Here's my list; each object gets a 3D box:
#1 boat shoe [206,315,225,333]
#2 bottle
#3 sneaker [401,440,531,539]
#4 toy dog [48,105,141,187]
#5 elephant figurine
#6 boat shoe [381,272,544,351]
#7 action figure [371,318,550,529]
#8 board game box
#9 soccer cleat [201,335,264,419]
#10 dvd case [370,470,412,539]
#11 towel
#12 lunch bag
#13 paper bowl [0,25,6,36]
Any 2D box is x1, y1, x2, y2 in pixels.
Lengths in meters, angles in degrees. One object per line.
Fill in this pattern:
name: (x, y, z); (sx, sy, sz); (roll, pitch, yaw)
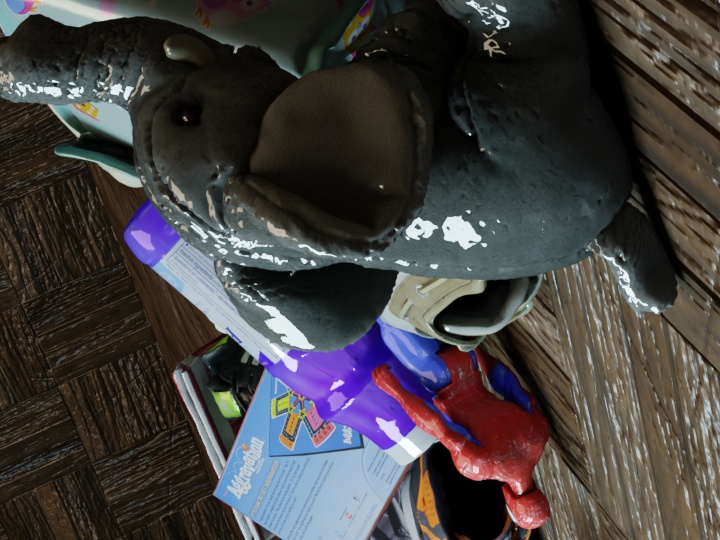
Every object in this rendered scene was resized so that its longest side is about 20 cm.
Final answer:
boat shoe: (-0.070, 0.016, 1.208); (0.200, 0.065, 0.074); (177, 70, -81)
bottle: (-0.036, 0.024, 1.002); (0.200, 0.065, 0.084); (42, -176, -8)
sneaker: (0.077, 0.185, 1.070); (0.200, 0.078, 0.112); (63, 170, 16)
toy dog: (-0.121, -0.085, 1.303); (0.200, 0.140, 0.194); (42, 155, 61)
elephant figurine: (-0.015, -0.038, 0.683); (0.155, 0.200, 0.142); (50, 161, 55)
boat shoe: (0.041, 0.002, 0.841); (0.068, 0.075, 0.200); (51, 176, 16)
action figure: (0.041, 0.044, 0.956); (0.200, 0.065, 0.052); (59, 144, 14)
board game box: (-0.022, 0.107, 1.123); (0.103, 0.019, 0.200); (32, 140, 6)
soccer cleat: (-0.052, 0.078, 1.213); (0.068, 0.081, 0.200); (66, 170, -17)
dvd case: (0.034, 0.179, 1.219); (0.200, 0.016, 0.149); (56, 137, 27)
towel: (-0.058, 0.103, 1.369); (0.200, 0.023, 0.144); (-33, -79, -58)
lunch bag: (-0.058, -0.089, 0.864); (0.170, 0.122, 0.200); (20, 155, 17)
paper bowl: (-0.106, -0.152, 1.033); (0.201, 0.104, 0.201); (28, 144, 23)
